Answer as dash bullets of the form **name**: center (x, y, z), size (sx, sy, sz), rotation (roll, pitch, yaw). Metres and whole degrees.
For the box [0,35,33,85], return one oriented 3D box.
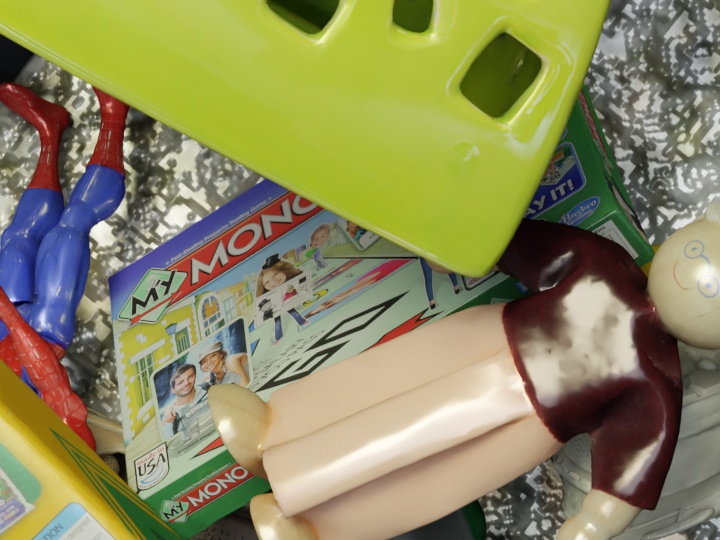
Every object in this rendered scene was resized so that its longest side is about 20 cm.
- **box**: center (-0.241, -0.118, 0.903), size (0.200, 0.197, 0.118), rotation (38, 88, 6)

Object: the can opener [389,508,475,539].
- **can opener**: center (0.049, 0.143, 0.880), size (0.066, 0.053, 0.200), rotation (-35, 107, -25)

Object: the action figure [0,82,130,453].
- **action figure**: center (-0.137, 0.006, 0.899), size (0.065, 0.099, 0.201), rotation (-20, 56, 35)

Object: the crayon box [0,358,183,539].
- **crayon box**: center (-0.126, 0.118, 0.838), size (0.126, 0.052, 0.200), rotation (-43, 97, 6)

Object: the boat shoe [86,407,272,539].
- **boat shoe**: center (-0.110, 0.084, 0.940), size (0.199, 0.065, 0.071), rotation (10, 85, 5)

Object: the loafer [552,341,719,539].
- **loafer**: center (0.140, 0.049, 0.890), size (0.070, 0.200, 0.070), rotation (32, 122, 39)

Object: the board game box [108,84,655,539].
- **board game box**: center (0.000, 0.000, 0.895), size (0.200, 0.135, 0.029), rotation (-32, 126, 13)

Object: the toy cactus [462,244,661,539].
- **toy cactus**: center (0.034, 0.053, 0.929), size (0.165, 0.102, 0.201), rotation (6, 94, 14)

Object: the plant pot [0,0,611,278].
- **plant pot**: center (-0.008, -0.144, 0.788), size (0.199, 0.200, 0.182), rotation (27, 106, -15)

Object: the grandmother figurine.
- **grandmother figurine**: center (0.056, 0.034, 0.790), size (0.200, 0.061, 0.122), rotation (-27, 81, 13)
